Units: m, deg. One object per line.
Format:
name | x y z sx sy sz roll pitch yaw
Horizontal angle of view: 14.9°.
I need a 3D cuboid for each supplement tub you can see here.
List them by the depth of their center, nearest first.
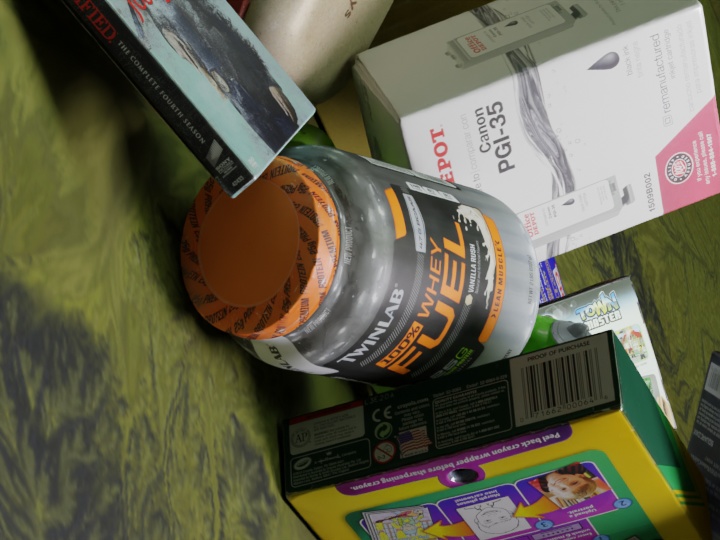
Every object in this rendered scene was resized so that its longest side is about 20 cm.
supplement tub | 0.000 0.000 1.513 0.200 0.122 0.123 12 61 -52

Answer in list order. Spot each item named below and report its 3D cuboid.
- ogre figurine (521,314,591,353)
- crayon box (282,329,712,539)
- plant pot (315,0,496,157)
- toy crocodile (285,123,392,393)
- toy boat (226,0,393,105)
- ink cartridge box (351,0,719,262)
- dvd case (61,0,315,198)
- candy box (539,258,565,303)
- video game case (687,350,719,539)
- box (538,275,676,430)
ogre figurine | 0.106 0.105 1.682 0.098 0.119 0.201 3 85 -50
crayon box | 0.080 0.124 1.563 0.173 0.199 0.059 54 26 -49
plant pot | 0.065 -0.142 1.829 0.200 0.175 0.201 -82 151 -57
toy crocodile | -0.008 0.001 1.668 0.068 0.061 0.201 -83 156 -56
toy boat | -0.043 -0.206 1.641 0.201 0.130 0.130 -62 156 -2
ink cartridge box | 0.110 -0.088 1.666 0.083 0.199 0.147 -122 -166 -51
dvd case | -0.107 -0.136 1.404 0.200 0.022 0.146 49 20 -5
candy box | 0.097 0.050 1.922 0.200 0.077 0.170 -18 90 -73
video game case | 0.210 0.159 1.592 0.143 0.019 0.201 -141 -118 -73
box | 0.111 0.082 1.796 0.199 0.035 0.111 -17 91 -34
